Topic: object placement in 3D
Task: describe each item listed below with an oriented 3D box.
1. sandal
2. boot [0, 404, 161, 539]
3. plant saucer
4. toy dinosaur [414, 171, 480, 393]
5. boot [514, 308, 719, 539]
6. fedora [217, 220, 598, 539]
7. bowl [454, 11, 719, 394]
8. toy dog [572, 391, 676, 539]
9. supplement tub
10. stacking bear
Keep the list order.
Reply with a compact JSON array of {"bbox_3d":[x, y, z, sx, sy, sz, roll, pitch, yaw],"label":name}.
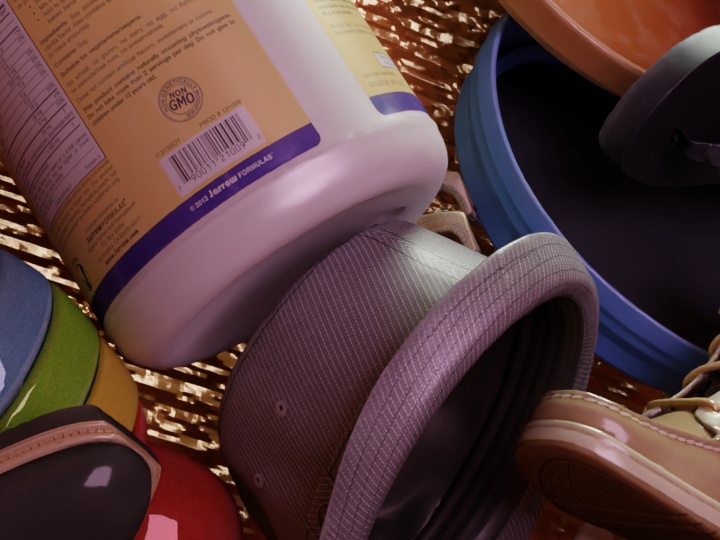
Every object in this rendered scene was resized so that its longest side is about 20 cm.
[{"bbox_3d":[0.184,-0.059,1.000,0.200,0.076,0.043,3,37,-41],"label":"sandal"},{"bbox_3d":[-0.128,0.150,0.741,0.200,0.138,0.077,-45,126,8],"label":"boot"},{"bbox_3d":[0.111,-0.144,1.055,0.200,0.032,0.201,24,41,-23],"label":"plant saucer"},{"bbox_3d":[0.000,0.000,0.945,0.101,0.058,0.201,-24,92,9],"label":"toy dinosaur"},{"bbox_3d":[0.148,0.035,0.906,0.200,0.072,0.155,24,77,-39],"label":"boot"},{"bbox_3d":[0.008,0.060,0.873,0.090,0.201,0.177,31,44,24],"label":"fedora"},{"bbox_3d":[0.126,-0.031,1.022,0.200,0.039,0.201,24,43,-24],"label":"bowl"},{"bbox_3d":[0.128,0.146,0.986,0.132,0.096,0.200,-13,69,-46],"label":"toy dog"},{"bbox_3d":[-0.075,-0.081,0.877,0.145,0.145,0.200,-26,77,-34],"label":"supplement tub"},{"bbox_3d":[-0.125,0.065,0.841,0.200,0.121,0.114,42,55,-25],"label":"stacking bear"}]
